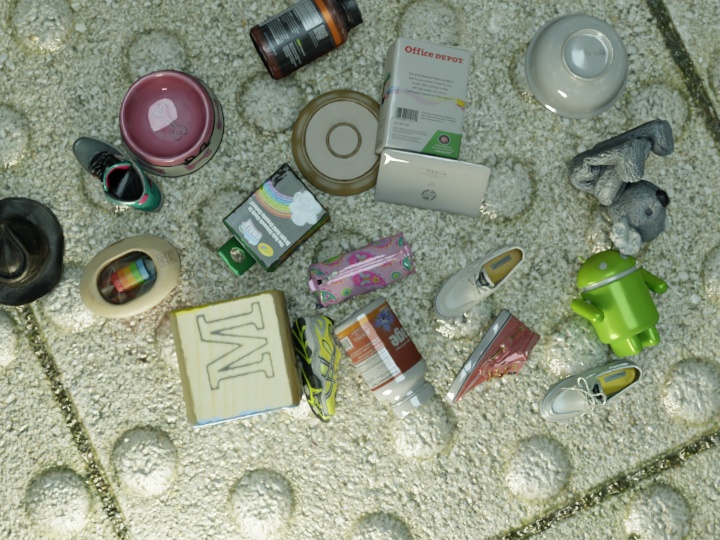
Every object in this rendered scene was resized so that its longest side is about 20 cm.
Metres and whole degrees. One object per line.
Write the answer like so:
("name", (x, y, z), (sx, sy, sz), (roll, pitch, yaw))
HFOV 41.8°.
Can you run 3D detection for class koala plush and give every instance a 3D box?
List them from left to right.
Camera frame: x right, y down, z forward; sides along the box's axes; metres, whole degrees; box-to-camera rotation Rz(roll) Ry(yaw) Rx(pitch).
("koala plush", (0.486, -0.139, 1.703), (0.177, 0.183, 0.202), (-34, 100, -43))

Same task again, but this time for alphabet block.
("alphabet block", (-0.214, 0.151, 1.661), (0.194, 0.195, 0.203), (-11, 89, -3))

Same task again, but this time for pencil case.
("pencil case", (0.000, 0.000, 1.724), (0.198, 0.087, 0.088), (-19, 88, -3))

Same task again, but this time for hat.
("hat", (-0.638, -0.037, 1.716), (0.198, 0.081, 0.203), (0, 87, 0))

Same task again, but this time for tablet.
("tablet", (0.129, -0.157, 1.721), (0.197, 0.131, 0.014), (10, 48, 0))

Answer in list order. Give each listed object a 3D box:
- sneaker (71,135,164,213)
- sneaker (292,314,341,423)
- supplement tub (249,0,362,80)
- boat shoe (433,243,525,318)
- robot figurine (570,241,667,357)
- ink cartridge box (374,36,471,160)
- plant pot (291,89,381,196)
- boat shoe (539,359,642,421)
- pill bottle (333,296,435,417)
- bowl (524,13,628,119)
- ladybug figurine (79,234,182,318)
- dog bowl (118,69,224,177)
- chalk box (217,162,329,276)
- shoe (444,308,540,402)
("sneaker", (-0.451, -0.179, 1.705), (0.199, 0.121, 0.084), (36, 88, 1))
("sneaker", (-0.066, 0.179, 1.721), (0.076, 0.075, 0.203), (-13, 99, -28))
("supplement tub", (-0.097, -0.440, 1.731), (0.199, 0.107, 0.108), (-29, 88, -3))
("boat shoe", (0.221, 0.018, 1.733), (0.199, 0.070, 0.071), (-33, 89, -2))
("robot figurine", (0.466, 0.053, 1.712), (0.174, 0.116, 0.202), (-21, 86, -18))
("ink cartridge box", (0.114, -0.308, 1.726), (0.143, 0.084, 0.203), (8, 86, -12))
("plant pot", (-0.031, -0.241, 1.762), (0.197, 0.027, 0.203), (0, 87, 0))
("boat shoe", (0.425, 0.222, 1.719), (0.200, 0.086, 0.075), (-21, 88, -2))
("pill bottle", (0.048, 0.158, 1.703), (0.112, 0.112, 0.201), (-33, 89, -2))
("bowl", (0.410, -0.388, 1.744), (0.198, 0.090, 0.204), (0, 88, 0))
("ladybug figurine", (-0.414, 0.011, 1.722), (0.198, 0.072, 0.137), (-24, 88, -1))
("dog bowl", (-0.354, -0.277, 1.735), (0.197, 0.074, 0.203), (0, 87, -1))
("chalk box", (-0.166, -0.078, 1.706), (0.200, 0.124, 0.125), (-42, 90, -1))
("shoe", (0.243, 0.175, 1.725), (0.091, 0.072, 0.201), (35, 83, 6))
